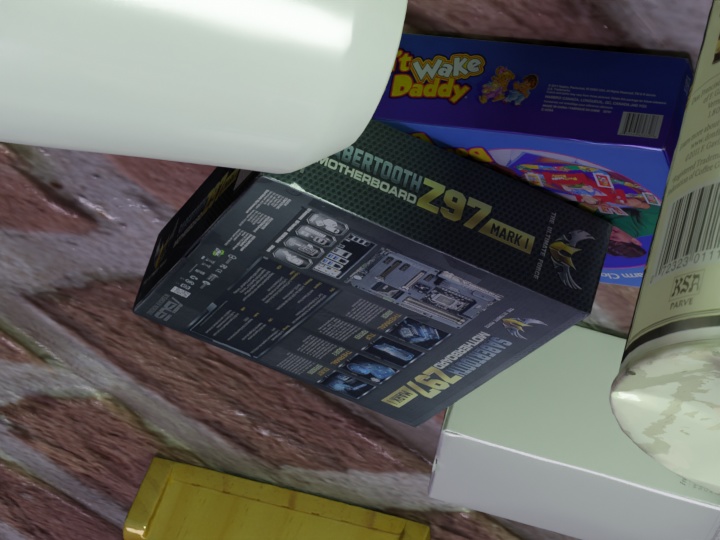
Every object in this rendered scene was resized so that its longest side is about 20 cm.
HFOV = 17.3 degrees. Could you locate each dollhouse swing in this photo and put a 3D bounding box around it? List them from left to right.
[{"bbox_3d":[-0.069,0.246,1.630,0.200,0.176,0.182,13,156,8],"label":"dollhouse swing"}]

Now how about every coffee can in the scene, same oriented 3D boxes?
[{"bbox_3d":[0.178,-0.028,0.809,0.146,0.200,0.146,15,157,6],"label":"coffee can"}]

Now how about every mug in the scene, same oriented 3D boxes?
[{"bbox_3d":[-0.068,-0.117,0.911,0.153,0.187,0.149,14,126,-15],"label":"mug"}]

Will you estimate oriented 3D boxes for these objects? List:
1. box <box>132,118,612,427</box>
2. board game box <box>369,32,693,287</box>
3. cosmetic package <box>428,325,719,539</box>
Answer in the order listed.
[{"bbox_3d":[0.000,0.000,1.072,0.158,0.051,0.200,23,156,-13],"label":"box"},{"bbox_3d":[0.056,-0.049,1.046,0.200,0.045,0.134,8,155,22],"label":"board game box"},{"bbox_3d":[0.143,0.096,1.259,0.200,0.085,0.108,17,156,2],"label":"cosmetic package"}]
